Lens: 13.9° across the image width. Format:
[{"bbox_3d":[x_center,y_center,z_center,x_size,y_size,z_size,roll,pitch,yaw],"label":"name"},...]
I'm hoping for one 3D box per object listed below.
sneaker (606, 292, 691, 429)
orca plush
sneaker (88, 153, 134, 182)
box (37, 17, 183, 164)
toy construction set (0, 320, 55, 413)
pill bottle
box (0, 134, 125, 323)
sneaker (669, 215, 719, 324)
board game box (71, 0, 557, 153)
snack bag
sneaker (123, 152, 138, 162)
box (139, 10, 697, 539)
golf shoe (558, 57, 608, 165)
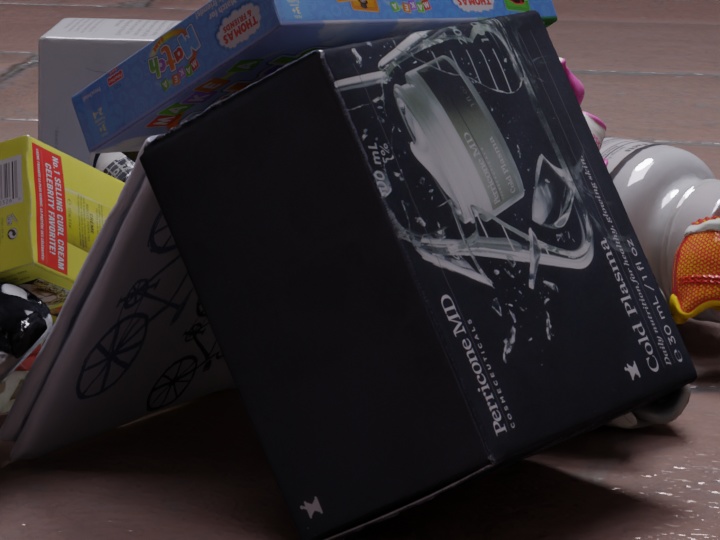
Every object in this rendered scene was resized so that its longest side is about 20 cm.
[{"bbox_3d":[0.138,0.050,1.567,0.092,0.076,0.200,27,18,16],"label":"sneaker"},{"bbox_3d":[-0.219,0.051,1.401,0.200,0.071,0.105,-48,2,-41],"label":"orca plush"},{"bbox_3d":[-0.061,-0.033,1.730,0.199,0.077,0.081,11,14,-17],"label":"sneaker"},{"bbox_3d":[-0.102,-0.080,1.905,0.199,0.153,0.106,2,11,2],"label":"box"},{"bbox_3d":[-0.232,0.007,1.590,0.199,0.092,0.131,13,45,41],"label":"toy construction set"},{"bbox_3d":[0.149,-0.025,1.771,0.199,0.111,0.110,13,17,43],"label":"pill bottle"},{"bbox_3d":[-0.133,-0.006,1.553,0.050,0.076,0.200,-16,-23,27],"label":"box"},{"bbox_3d":[0.267,0.031,1.658,0.199,0.078,0.073,16,-7,1],"label":"sneaker"},{"bbox_3d":[-0.021,-0.106,1.472,0.199,0.037,0.151,-5,-18,-46],"label":"board game box"},{"bbox_3d":[-0.084,0.000,1.489,0.021,0.189,0.200,38,28,21],"label":"snack bag"},{"bbox_3d":[-0.058,-0.085,1.676,0.106,0.075,0.200,33,23,24],"label":"sneaker"},{"bbox_3d":[0.030,-0.001,1.382,0.124,0.201,0.196,-27,-6,36],"label":"box"},{"bbox_3d":[0.103,-0.047,1.689,0.091,0.075,0.201,-28,46,14],"label":"golf shoe"}]
